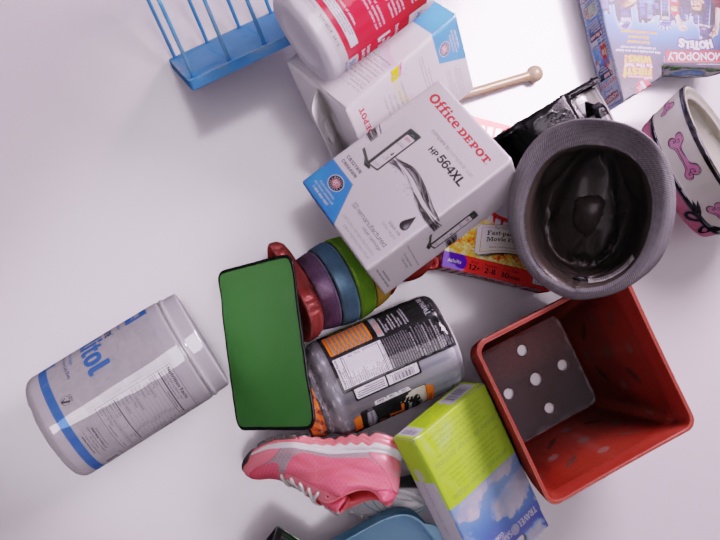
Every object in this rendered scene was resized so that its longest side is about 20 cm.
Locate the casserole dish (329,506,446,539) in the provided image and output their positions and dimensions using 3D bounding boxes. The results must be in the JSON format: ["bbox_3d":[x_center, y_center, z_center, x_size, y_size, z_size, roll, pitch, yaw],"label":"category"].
[{"bbox_3d":[0.014,0.355,1.064,0.199,0.039,0.121,-32,110,9],"label":"casserole dish"}]

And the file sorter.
[{"bbox_3d":[-0.148,-0.325,1.054,0.199,0.139,0.123,-27,121,-10],"label":"file sorter"}]

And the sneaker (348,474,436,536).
[{"bbox_3d":[0.024,0.289,1.088,0.198,0.070,0.081,8,101,-3],"label":"sneaker"}]

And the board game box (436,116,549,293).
[{"bbox_3d":[0.187,-0.084,1.150,0.150,0.046,0.202,12,84,-9],"label":"board game box"}]

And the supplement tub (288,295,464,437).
[{"bbox_3d":[0.015,0.121,1.072,0.199,0.123,0.123,-22,89,-9],"label":"supplement tub"}]

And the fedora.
[{"bbox_3d":[0.254,-0.072,0.978,0.175,0.090,0.202,2,105,15],"label":"fedora"}]

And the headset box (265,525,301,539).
[{"bbox_3d":[-0.086,0.432,1.015,0.173,0.093,0.201,34,107,-4],"label":"headset box"}]

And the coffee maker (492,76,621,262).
[{"bbox_3d":[0.256,-0.103,1.089,0.191,0.135,0.201,-30,90,15],"label":"coffee maker"}]

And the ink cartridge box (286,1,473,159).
[{"bbox_3d":[0.017,-0.230,1.075,0.200,0.129,0.125,-40,56,-9],"label":"ink cartridge box"}]

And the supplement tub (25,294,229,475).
[{"bbox_3d":[-0.269,0.132,1.025,0.199,0.132,0.133,-33,91,-10],"label":"supplement tub"}]

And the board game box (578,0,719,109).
[{"bbox_3d":[0.389,-0.316,1.192,0.198,0.062,0.202,2,86,-8],"label":"board game box"}]

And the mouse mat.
[{"bbox_3d":[-0.115,0.089,1.048,0.007,0.160,0.202,-4,85,-42],"label":"mouse mat"}]

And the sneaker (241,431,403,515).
[{"bbox_3d":[-0.047,0.239,1.021,0.198,0.074,0.087,-7,61,13],"label":"sneaker"}]

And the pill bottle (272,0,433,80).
[{"bbox_3d":[0.011,-0.313,0.982,0.200,0.112,0.113,-38,91,-7],"label":"pill bottle"}]

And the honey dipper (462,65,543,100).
[{"bbox_3d":[0.151,-0.237,1.167,0.199,0.038,0.038,-20,89,-13],"label":"honey dipper"}]

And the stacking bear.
[{"bbox_3d":[0.000,0.000,1.087,0.199,0.114,0.122,-23,61,-19],"label":"stacking bear"}]

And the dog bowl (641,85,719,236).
[{"bbox_3d":[0.435,-0.132,1.130,0.074,0.200,0.201,-30,91,32],"label":"dog bowl"}]

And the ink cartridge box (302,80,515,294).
[{"bbox_3d":[0.059,-0.096,1.005,0.199,0.084,0.146,-38,63,1],"label":"ink cartridge box"}]

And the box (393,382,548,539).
[{"bbox_3d":[0.132,0.247,1.031,0.122,0.048,0.201,-33,103,-30],"label":"box"}]

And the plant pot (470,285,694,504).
[{"bbox_3d":[0.242,0.136,1.077,0.199,0.176,0.201,-26,90,-10],"label":"plant pot"}]
